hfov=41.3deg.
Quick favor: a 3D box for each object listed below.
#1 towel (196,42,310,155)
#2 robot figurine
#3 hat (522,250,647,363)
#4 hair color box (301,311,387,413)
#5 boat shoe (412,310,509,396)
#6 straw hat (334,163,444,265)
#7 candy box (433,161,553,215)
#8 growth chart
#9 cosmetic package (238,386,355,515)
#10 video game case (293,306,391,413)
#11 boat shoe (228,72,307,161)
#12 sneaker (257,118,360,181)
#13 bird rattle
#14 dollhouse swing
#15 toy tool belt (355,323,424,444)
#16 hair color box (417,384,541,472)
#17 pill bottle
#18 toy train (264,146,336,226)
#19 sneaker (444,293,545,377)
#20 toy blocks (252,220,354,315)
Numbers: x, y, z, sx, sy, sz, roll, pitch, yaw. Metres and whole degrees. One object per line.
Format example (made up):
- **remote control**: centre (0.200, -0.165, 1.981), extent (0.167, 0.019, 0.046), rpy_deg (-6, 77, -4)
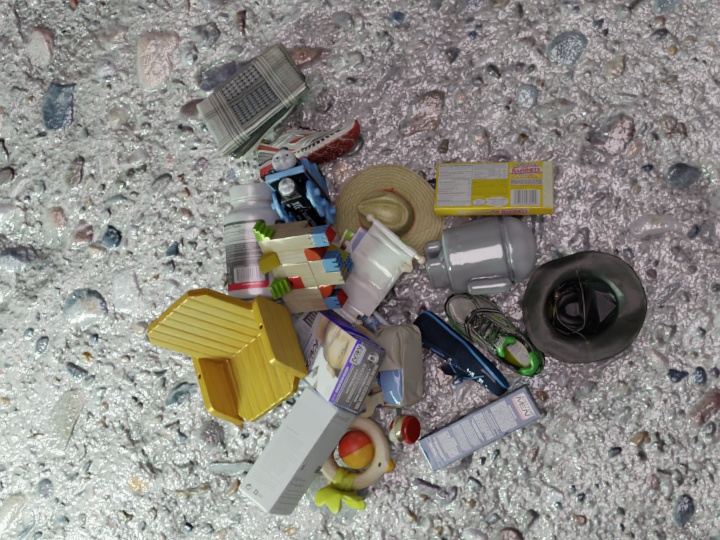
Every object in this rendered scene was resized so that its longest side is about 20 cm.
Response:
- **towel**: centre (-0.193, -0.309, 1.679), extent (0.193, 0.035, 0.200), rpy_deg (-37, 40, 6)
- **robot figurine**: centre (0.209, -0.026, 1.604), extent (0.200, 0.113, 0.170), rpy_deg (-12, 50, 9)
- **hat**: centre (0.373, 0.064, 1.588), extent (0.200, 0.081, 0.201), rpy_deg (-2, 83, 18)
- **hair color box**: centre (-0.038, 0.147, 1.573), extent (0.065, 0.200, 0.109), rpy_deg (25, 91, -24)
- **boat shoe**: centre (0.165, 0.152, 1.623), extent (0.200, 0.084, 0.069), rpy_deg (43, 97, 30)
- **straw hat**: centre (0.043, -0.098, 1.653), extent (0.201, 0.085, 0.201), rpy_deg (-1, 87, 10)
- **candy box**: centre (0.228, -0.140, 1.631), extent (0.200, 0.026, 0.102), rpy_deg (0, 55, 11)
- **growth chart**: centre (0.000, 0.000, 1.635), extent (0.145, 0.018, 0.200), rpy_deg (45, 117, 8)
- **cosmetic package**: centre (-0.101, 0.294, 1.557), extent (0.074, 0.102, 0.200), rpy_deg (34, 88, 22)
- **video game case**: centre (-0.029, 0.141, 1.683), extent (0.200, 0.023, 0.182), rpy_deg (43, 95, 11)
- **boat shoe**: centre (-0.173, -0.284, 1.699), extent (0.200, 0.067, 0.057), rpy_deg (-51, 124, -3)
- **sneaker**: centre (-0.097, -0.228, 1.687), extent (0.200, 0.078, 0.082), rpy_deg (-19, 78, 13)
- **bird rattle**: centre (-0.029, 0.312, 1.641), extent (0.163, 0.113, 0.200), rpy_deg (-28, 70, 10)
- **dollhouse swing**: centre (-0.232, 0.147, 1.597), extent (0.200, 0.176, 0.182), rpy_deg (-37, 61, 34)
- **toy tool belt**: centre (0.040, 0.188, 1.610), extent (0.123, 0.125, 0.200), rpy_deg (-5, 85, 39)
- **hair color box**: centre (0.200, 0.261, 1.594), extent (0.200, 0.100, 0.061), rpy_deg (-28, 81, 7)
- **pill bottle**: centre (-0.183, -0.048, 1.678), extent (0.111, 0.111, 0.200), rpy_deg (-5, 86, 10)
- **toy train**: centre (-0.104, -0.136, 1.629), extent (0.087, 0.200, 0.114), rpy_deg (-18, 73, 9)
- **sneaker**: centre (0.227, 0.103, 1.607), extent (0.200, 0.085, 0.078), rpy_deg (36, 93, 11)
- **toy blocks**: centre (-0.078, -0.007, 1.599), extent (0.137, 0.100, 0.200), rpy_deg (-6, 123, 24)
